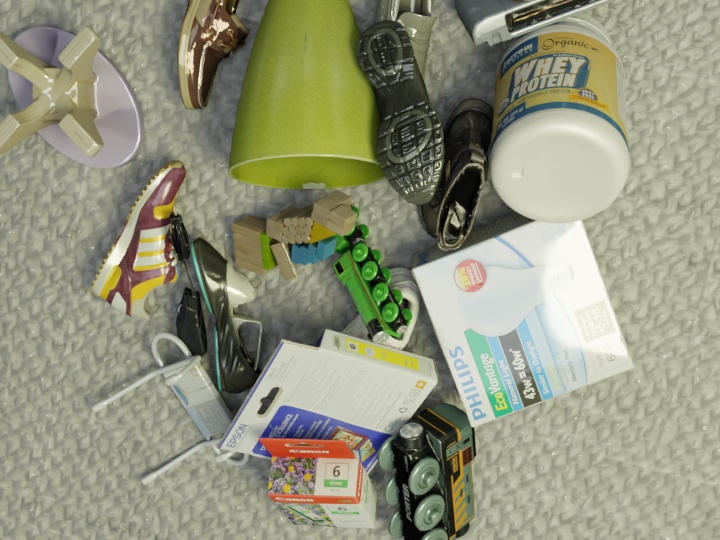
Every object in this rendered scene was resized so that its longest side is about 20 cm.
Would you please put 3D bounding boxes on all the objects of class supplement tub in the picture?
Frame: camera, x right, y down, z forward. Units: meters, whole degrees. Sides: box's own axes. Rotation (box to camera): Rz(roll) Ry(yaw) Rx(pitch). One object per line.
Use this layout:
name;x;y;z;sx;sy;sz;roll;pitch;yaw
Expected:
supplement tub;0.213;-0.169;1.049;0.142;0.202;0.146;6;140;5

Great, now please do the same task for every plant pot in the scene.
plant pot;-0.057;-0.209;1.108;0.183;0.187;0.204;-1;84;6

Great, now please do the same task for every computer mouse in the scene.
computer mouse;-0.215;0.022;1.179;0.033;0.059;0.203;-6;119;-2

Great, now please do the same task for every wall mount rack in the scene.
wall mount rack;-0.234;0.184;1.220;0.172;0.075;0.202;-21;105;40

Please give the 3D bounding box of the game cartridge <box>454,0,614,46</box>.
game cartridge;0.205;-0.312;1.078;0.197;0.134;0.042;-20;126;5

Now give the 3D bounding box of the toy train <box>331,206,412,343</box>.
toy train;0.000;0.000;1.138;0.056;0.041;0.202;-40;54;21

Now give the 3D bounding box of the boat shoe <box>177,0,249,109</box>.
boat shoe;-0.166;-0.287;1.152;0.071;0.072;0.204;11;93;5

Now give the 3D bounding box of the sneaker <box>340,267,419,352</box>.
sneaker;0.007;0.091;1.171;0.074;0.100;0.202;27;101;-11

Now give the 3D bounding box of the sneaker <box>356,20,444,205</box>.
sneaker;0.053;-0.165;1.055;0.075;0.091;0.204;-13;76;14

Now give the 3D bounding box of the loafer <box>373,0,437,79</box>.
loafer;0.052;-0.280;1.123;0.069;0.069;0.204;6;103;50

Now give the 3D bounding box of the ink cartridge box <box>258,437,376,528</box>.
ink cartridge box;-0.049;0.254;1.153;0.107;0.201;0.051;0;61;11

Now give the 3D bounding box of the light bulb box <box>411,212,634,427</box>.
light bulb box;0.182;0.044;1.135;0.197;0.125;0.201;-22;96;7

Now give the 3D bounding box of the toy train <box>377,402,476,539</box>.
toy train;0.089;0.257;1.171;0.113;0.085;0.203;-25;122;-29

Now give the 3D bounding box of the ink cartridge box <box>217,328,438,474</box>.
ink cartridge box;-0.041;0.156;1.144;0.197;0.047;0.199;19;127;-20

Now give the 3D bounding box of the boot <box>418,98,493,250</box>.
boot;0.100;-0.079;1.079;0.068;0.175;0.202;13;128;0

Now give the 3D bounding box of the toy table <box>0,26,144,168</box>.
toy table;-0.354;-0.207;1.158;0.199;0.117;0.185;35;100;1

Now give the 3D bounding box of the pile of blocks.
pile of blocks;-0.068;-0.042;1.157;0.198;0.062;0.083;-10;107;42

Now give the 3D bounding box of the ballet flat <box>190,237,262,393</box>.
ballet flat;-0.158;0.052;1.205;0.067;0.068;0.203;-10;107;-3

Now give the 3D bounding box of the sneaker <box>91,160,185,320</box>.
sneaker;-0.248;-0.036;1.199;0.089;0.075;0.202;30;106;-8
